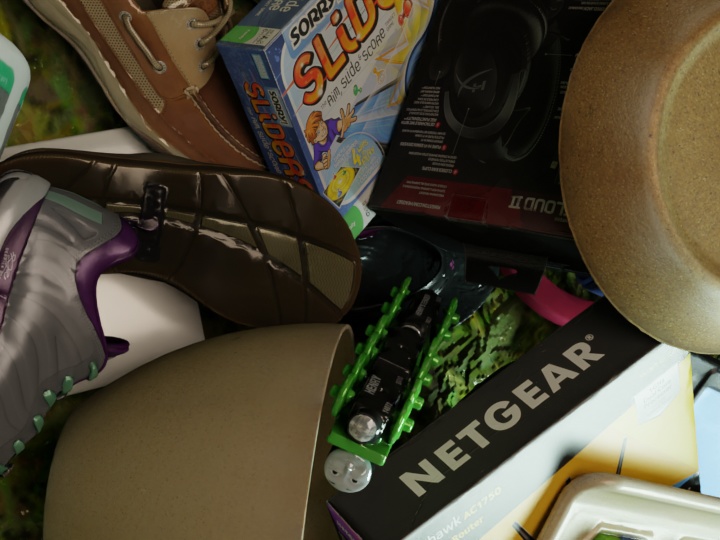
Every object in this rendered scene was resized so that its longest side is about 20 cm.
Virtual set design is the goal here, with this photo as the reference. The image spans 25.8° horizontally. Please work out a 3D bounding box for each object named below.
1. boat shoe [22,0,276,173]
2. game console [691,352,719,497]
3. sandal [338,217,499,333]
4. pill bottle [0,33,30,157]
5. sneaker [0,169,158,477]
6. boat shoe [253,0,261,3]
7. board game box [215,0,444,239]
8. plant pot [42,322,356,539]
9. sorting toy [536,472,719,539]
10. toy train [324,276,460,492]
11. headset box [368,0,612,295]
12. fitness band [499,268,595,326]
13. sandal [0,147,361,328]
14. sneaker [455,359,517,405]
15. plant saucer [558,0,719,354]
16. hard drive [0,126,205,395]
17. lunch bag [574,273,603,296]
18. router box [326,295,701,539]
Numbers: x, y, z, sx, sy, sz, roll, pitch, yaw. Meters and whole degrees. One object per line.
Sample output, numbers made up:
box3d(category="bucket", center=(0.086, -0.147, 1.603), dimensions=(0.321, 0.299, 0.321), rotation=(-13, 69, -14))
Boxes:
box3d(category="boat shoe", center=(-0.101, -0.123, 0.820), dimensions=(0.200, 0.072, 0.076), rotation=(44, 38, -21))
box3d(category="game console", center=(0.229, 0.167, 0.971), dimensions=(0.200, 0.118, 0.171), rotation=(24, 110, -26))
box3d(category="sandal", center=(-0.001, 0.001, 0.897), dimensions=(0.200, 0.048, 0.076), rotation=(2, 88, -28))
box3d(category="pill bottle", center=(-0.234, -0.023, 0.705), dimensions=(0.113, 0.113, 0.201), rotation=(25, 76, -26))
box3d(category="sneaker", center=(-0.161, 0.057, 0.751), dimensions=(0.087, 0.074, 0.201), rotation=(17, 93, -16))
box3d(category="boat shoe", center=(-0.044, -0.185, 0.861), dimensions=(0.200, 0.076, 0.072), rotation=(9, 82, -31))
box3d(category="board game box", center=(0.012, -0.126, 0.866), dimensions=(0.200, 0.034, 0.136), rotation=(-51, 136, -32))
box3d(category="plant pot", center=(-0.081, 0.120, 0.788), dimensions=(0.134, 0.200, 0.201), rotation=(5, 85, 5))
box3d(category="sorting toy", center=(0.132, 0.204, 0.849), dimensions=(0.185, 0.036, 0.200), rotation=(18, 106, -46))
box3d(category="toy train", center=(0.014, 0.055, 0.799), dimensions=(0.042, 0.200, 0.057), rotation=(25, 110, 4))
box3d(category="headset box", center=(0.102, -0.086, 0.835), dimensions=(0.077, 0.149, 0.201), rotation=(26, 79, -43))
box3d(category="fitness band", center=(0.158, -0.060, 0.967), dimensions=(0.143, 0.037, 0.200), rotation=(22, 82, -7))
box3d(category="sandal", center=(-0.096, -0.021, 0.816), dimensions=(0.199, 0.055, 0.082), rotation=(8, 104, -12))
box3d(category="sneaker", center=(0.081, 0.155, 0.924), dimensions=(0.114, 0.076, 0.200), rotation=(32, 77, -26))
box3d(category="plant saucer", center=(0.189, -0.057, 0.770), dimensions=(0.200, 0.035, 0.201), rotation=(-1, 93, -27))
box3d(category="hard drive", center=(-0.185, 0.004, 0.809), dimensions=(0.200, 0.027, 0.132), rotation=(-13, 94, -28))
box3d(category="lunch bag", center=(0.203, -0.068, 0.888), dimensions=(0.132, 0.136, 0.201), rotation=(20, 80, -8))
box3d(category="router box", center=(0.087, 0.119, 0.818), dimensions=(0.200, 0.051, 0.149), rotation=(-35, 137, -17))
